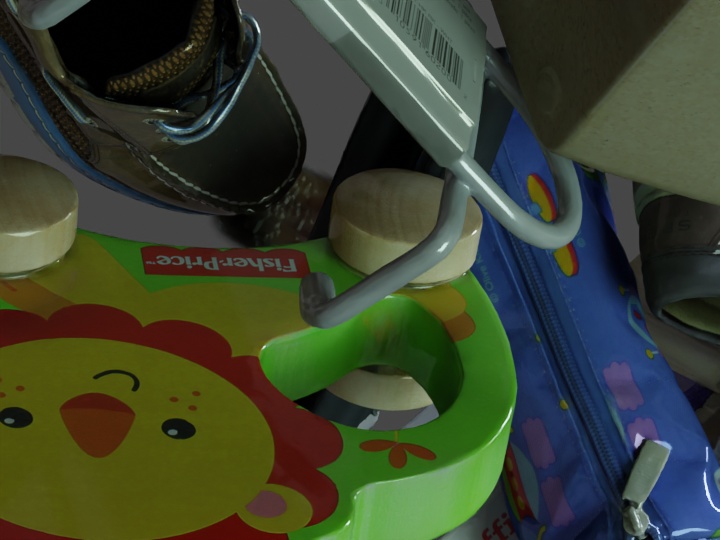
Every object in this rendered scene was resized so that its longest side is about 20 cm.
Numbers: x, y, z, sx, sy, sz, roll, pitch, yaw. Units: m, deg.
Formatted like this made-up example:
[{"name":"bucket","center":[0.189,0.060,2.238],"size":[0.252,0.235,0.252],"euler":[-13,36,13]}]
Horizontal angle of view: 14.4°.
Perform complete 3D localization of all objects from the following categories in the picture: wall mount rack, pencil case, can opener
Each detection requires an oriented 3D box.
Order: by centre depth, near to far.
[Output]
[{"name":"wall mount rack","center":[-0.023,-0.082,0.789],"size":[0.074,0.174,0.200],"euler":[-31,116,25]},{"name":"can opener","center":[0.000,0.000,0.932],"size":[0.079,0.063,0.200],"euler":[-16,147,-50]},{"name":"pencil case","center":[0.067,0.020,0.962],"size":[0.078,0.201,0.087],"euler":[-20,171,-2]}]

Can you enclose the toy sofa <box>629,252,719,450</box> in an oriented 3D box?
[{"name":"toy sofa","center":[0.147,0.086,1.136],"size":[0.098,0.083,0.200],"euler":[-40,131,-18]}]

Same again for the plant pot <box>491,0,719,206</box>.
[{"name":"plant pot","center":[0.131,-0.126,0.786],"size":[0.177,0.200,0.200],"euler":[-7,157,-25]}]

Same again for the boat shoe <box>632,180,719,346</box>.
[{"name":"boat shoe","center":[0.175,0.022,0.963],"size":[0.200,0.072,0.065],"euler":[24,62,-23]}]

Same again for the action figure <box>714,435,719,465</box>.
[{"name":"action figure","center":[0.200,0.103,1.043],"size":[0.193,0.200,0.105],"euler":[25,132,-37]}]

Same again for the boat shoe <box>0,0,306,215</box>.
[{"name":"boat shoe","center":[-0.072,-0.069,0.868],"size":[0.200,0.072,0.072],"euler":[40,80,-45]}]

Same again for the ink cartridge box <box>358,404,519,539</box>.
[{"name":"ink cartridge box","center":[0.070,0.117,1.033],"size":[0.116,0.067,0.200],"euler":[-41,106,-23]}]

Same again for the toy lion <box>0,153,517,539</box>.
[{"name":"toy lion","center":[-0.050,0.044,0.805],"size":[0.199,0.192,0.069],"euler":[1,123,-13]}]
